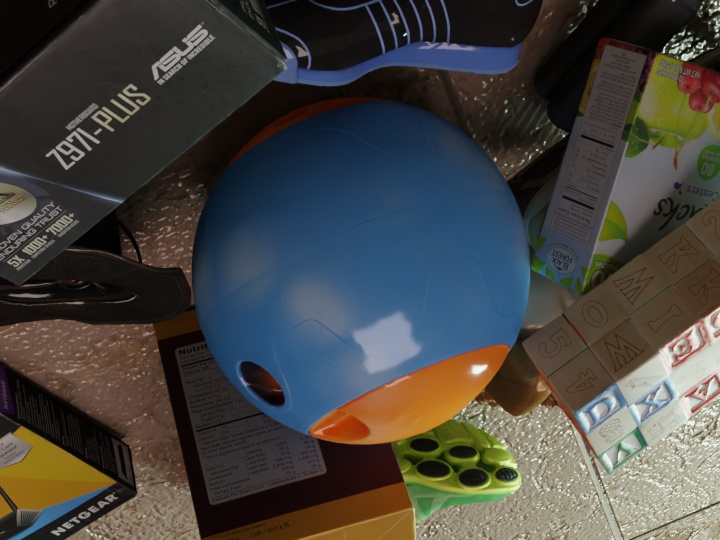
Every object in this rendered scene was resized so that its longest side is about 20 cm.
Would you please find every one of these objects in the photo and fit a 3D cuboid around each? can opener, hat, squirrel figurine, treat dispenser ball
[{"bbox_3d":[0.191,-0.161,0.820,0.066,0.054,0.200,17,129,-34],"label":"can opener"},{"bbox_3d":[-0.188,-0.019,0.782,0.198,0.082,0.201,-4,168,-1],"label":"hat"},{"bbox_3d":[0.158,0.023,0.976,0.185,0.142,0.201,-20,155,-16],"label":"squirrel figurine"},{"bbox_3d":[0.000,0.000,0.806,0.199,0.202,0.202,-11,139,-10],"label":"treat dispenser ball"}]

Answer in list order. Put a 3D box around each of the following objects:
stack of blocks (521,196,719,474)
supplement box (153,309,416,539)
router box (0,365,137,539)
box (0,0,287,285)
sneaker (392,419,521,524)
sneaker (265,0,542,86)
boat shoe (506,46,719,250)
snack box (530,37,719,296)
[{"bbox_3d":[0.202,0.029,0.790,0.199,0.059,0.115,-36,141,1],"label":"stack of blocks"},{"bbox_3d":[-0.049,0.152,0.953,0.131,0.201,0.198,-14,140,-7],"label":"supplement box"},{"bbox_3d":[-0.285,0.163,0.983,0.199,0.051,0.149,-33,137,15],"label":"router box"},{"bbox_3d":[-0.139,-0.127,0.608,0.163,0.201,0.086,-35,139,19],"label":"box"},{"bbox_3d":[0.031,0.176,1.117,0.197,0.075,0.084,-7,137,-1],"label":"sneaker"},{"bbox_3d":[0.015,-0.152,0.745,0.198,0.070,0.078,-8,135,-31],"label":"sneaker"},{"bbox_3d":[0.170,-0.087,0.884,0.200,0.072,0.072,-40,131,-10],"label":"boat shoe"},{"bbox_3d":[0.205,-0.049,0.836,0.198,0.053,0.144,7,105,-39],"label":"snack box"}]
